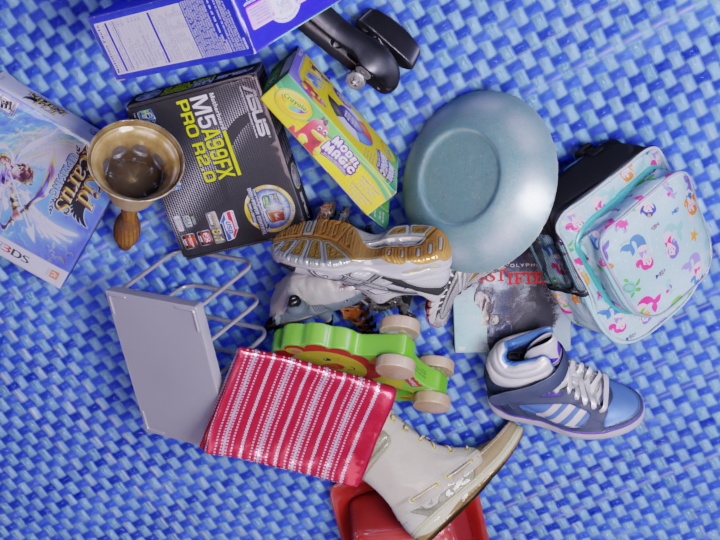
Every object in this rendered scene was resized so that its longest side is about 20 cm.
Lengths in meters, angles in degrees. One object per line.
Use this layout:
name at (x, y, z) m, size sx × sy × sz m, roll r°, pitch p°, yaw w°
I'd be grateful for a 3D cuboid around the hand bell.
hand bell at (-0.266, -0.075, 1.292) m, size 0.104 × 0.104 × 0.200 m, roll 21°, pitch 149°, yaw -5°

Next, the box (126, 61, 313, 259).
box at (-0.159, -0.123, 1.300) m, size 0.160 × 0.044 × 0.201 m, roll -11°, pitch 116°, yaw 13°

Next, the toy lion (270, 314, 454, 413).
toy lion at (-0.004, 0.113, 1.359) m, size 0.191 × 0.069 × 0.200 m, roll -4°, pitch 153°, yaw 24°

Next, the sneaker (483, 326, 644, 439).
sneaker at (0.247, 0.130, 1.346) m, size 0.199 × 0.081 × 0.147 m, roll 7°, pitch 144°, yaw 8°

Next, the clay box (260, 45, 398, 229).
clay box at (-0.021, -0.145, 1.235) m, size 0.048 × 0.115 × 0.200 m, roll -38°, pitch 109°, yaw 19°

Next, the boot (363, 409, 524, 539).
boot at (0.096, 0.227, 1.431) m, size 0.200 × 0.072 × 0.155 m, roll -42°, pitch 73°, yaw -14°

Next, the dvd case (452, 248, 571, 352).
dvd case at (0.180, 0.008, 1.346) m, size 0.145 × 0.022 × 0.201 m, roll -1°, pitch 116°, yaw 6°

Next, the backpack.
backpack at (0.290, -0.023, 1.238) m, size 0.177 × 0.150 × 0.200 m, roll -36°, pitch 122°, yaw -17°

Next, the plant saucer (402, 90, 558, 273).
plant saucer at (0.116, -0.099, 1.216) m, size 0.200 × 0.039 × 0.202 m, roll -5°, pitch 81°, yaw 38°

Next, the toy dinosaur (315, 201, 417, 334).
toy dinosaur at (0.006, 0.006, 1.340) m, size 0.135 × 0.102 × 0.200 m, roll 1°, pitch 147°, yaw 21°

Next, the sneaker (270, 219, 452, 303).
sneaker at (0.000, 0.000, 1.220) m, size 0.199 × 0.076 × 0.088 m, roll 5°, pitch 136°, yaw 15°

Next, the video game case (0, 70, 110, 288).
video game case at (-0.389, -0.103, 1.334) m, size 0.181 × 0.045 × 0.200 m, roll 30°, pitch 116°, yaw -11°

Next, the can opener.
can opener at (-0.034, -0.262, 1.215) m, size 0.200 × 0.079 × 0.063 m, roll 33°, pitch 152°, yaw -7°

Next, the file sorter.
file sorter at (-0.191, 0.092, 1.353) m, size 0.138 × 0.124 × 0.201 m, roll 9°, pitch 122°, yaw 32°

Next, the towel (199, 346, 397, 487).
towel at (-0.070, 0.173, 1.302) m, size 0.199 × 0.023 × 0.145 m, roll 17°, pitch 110°, yaw -18°

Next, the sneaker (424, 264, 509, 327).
sneaker at (0.133, -0.013, 1.286) m, size 0.082 × 0.078 × 0.200 m, roll 25°, pitch 116°, yaw -8°

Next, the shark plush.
shark plush at (-0.065, 0.052, 1.327) m, size 0.083 × 0.091 × 0.200 m, roll 20°, pitch 137°, yaw -16°

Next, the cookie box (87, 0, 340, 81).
cookie box at (-0.138, -0.263, 1.116) m, size 0.199 × 0.171 × 0.075 m, roll -1°, pitch 120°, yaw 39°

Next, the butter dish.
butter dish at (0.066, 0.378, 1.479) m, size 0.199 × 0.148 × 0.200 m, roll -9°, pitch 117°, yaw 10°
